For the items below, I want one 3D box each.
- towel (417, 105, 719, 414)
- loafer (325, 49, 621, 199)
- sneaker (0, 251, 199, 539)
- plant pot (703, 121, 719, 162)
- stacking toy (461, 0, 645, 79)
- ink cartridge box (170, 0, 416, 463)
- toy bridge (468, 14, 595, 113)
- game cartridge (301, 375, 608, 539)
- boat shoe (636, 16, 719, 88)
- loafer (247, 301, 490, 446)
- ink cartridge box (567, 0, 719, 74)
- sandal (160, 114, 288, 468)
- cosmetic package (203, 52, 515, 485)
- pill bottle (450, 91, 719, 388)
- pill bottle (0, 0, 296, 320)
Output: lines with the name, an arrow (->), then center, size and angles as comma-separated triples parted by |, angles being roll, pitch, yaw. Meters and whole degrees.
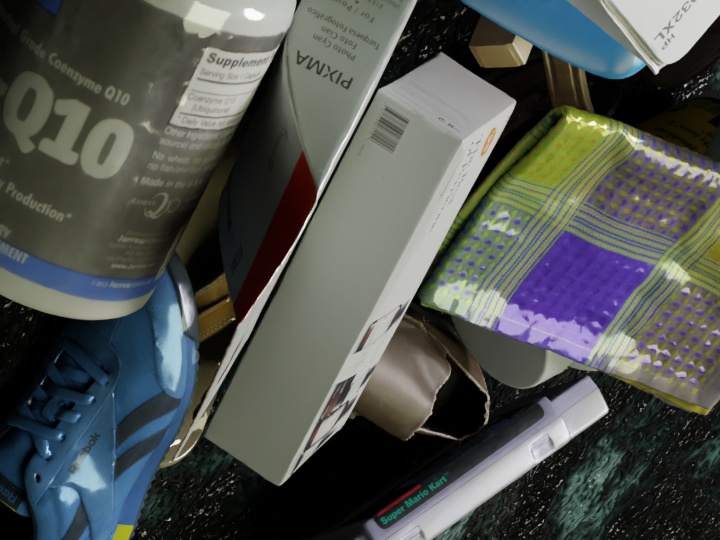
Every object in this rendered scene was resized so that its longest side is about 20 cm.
towel -> 0.140, -0.003, 1.296 | 0.199, 0.023, 0.144 | 23, 124, -28
loafer -> 0.069, -0.060, 1.313 | 0.199, 0.063, 0.072 | -19, 139, -39
sneaker -> -0.135, 0.074, 1.207 | 0.078, 0.066, 0.201 | -9, 132, -42
plant pot -> 0.294, -0.092, 1.320 | 0.200, 0.199, 0.162 | 34, 75, -59
stacking toy -> 0.129, -0.137, 1.219 | 0.117, 0.109, 0.200 | -61, 162, 0
ink cartridge box -> -0.040, -0.035, 1.082 | 0.201, 0.047, 0.160 | -62, -179, -27
toy bridge -> 0.074, -0.129, 1.234 | 0.200, 0.027, 0.068 | 56, 46, -42
game cartridge -> 0.039, 0.127, 1.457 | 0.199, 0.039, 0.130 | -33, 177, -24
boat shoe -> 0.213, -0.181, 1.351 | 0.072, 0.076, 0.201 | 7, 121, -56
loafer -> 0.015, 0.048, 1.361 | 0.073, 0.071, 0.200 | -55, 149, 12
ink cartridge box -> 0.090, -0.202, 1.043 | 0.145, 0.200, 0.084 | -49, 150, 3
sandal -> -0.068, 0.017, 1.233 | 0.080, 0.054, 0.201 | -11, 127, -46
cosmetic package -> 0.000, 0.000, 1.208 | 0.201, 0.050, 0.083 | -62, 171, 25
pill bottle -> 0.147, -0.014, 1.417 | 0.199, 0.112, 0.113 | -28, 144, -31
pill bottle -> -0.095, -0.091, 1.023 | 0.113, 0.114, 0.201 | -1, 126, -51
